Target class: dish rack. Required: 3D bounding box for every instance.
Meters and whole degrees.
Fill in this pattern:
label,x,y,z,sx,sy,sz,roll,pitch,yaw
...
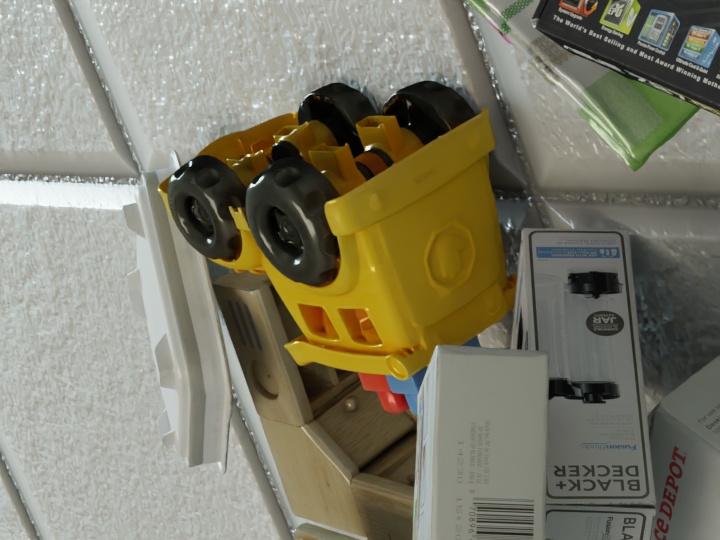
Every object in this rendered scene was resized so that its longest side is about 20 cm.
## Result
label,x,y,z,sx,sy,sz,roll,pitch,yaw
dish rack,-0.121,0.034,1.672,0.200,0.043,0.173,99,157,-68

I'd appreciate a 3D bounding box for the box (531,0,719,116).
label,x,y,z,sx,sy,sz,roll,pitch,yaw
box,0.190,-0.139,1.108,0.199,0.162,0.049,29,-178,37

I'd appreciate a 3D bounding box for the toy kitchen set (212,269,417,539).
label,x,y,z,sx,sy,sz,roll,pitch,yaw
toy kitchen set,-0.006,0.101,1.565,0.199,0.163,0.182,11,127,48

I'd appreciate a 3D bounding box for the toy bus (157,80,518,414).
label,x,y,z,sx,sy,sz,roll,pitch,yaw
toy bus,0.000,0.000,1.491,0.199,0.135,0.193,7,123,52

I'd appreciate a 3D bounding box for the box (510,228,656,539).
label,x,y,z,sx,sy,sz,roll,pitch,yaw
box,0.115,0.086,1.371,0.060,0.201,0.117,1,135,-1

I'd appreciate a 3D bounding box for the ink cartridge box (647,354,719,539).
label,x,y,z,sx,sy,sz,roll,pitch,yaw
ink cartridge box,0.241,0.152,1.356,0.200,0.084,0.145,36,143,27

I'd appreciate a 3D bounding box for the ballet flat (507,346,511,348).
label,x,y,z,sx,sy,sz,roll,pitch,yaw
ballet flat,0.135,0.126,1.500,0.201,0.069,0.069,53,148,5

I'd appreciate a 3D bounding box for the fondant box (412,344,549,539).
label,x,y,z,sx,sy,sz,roll,pitch,yaw
fondant box,0.057,0.123,1.298,0.200,0.058,0.146,104,168,-80

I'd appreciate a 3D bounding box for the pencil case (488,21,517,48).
label,x,y,z,sx,sy,sz,roll,pitch,yaw
pencil case,0.063,-0.195,1.280,0.200,0.090,0.094,46,137,18

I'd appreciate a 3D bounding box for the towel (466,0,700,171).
label,x,y,z,sx,sy,sz,roll,pitch,yaw
towel,0.111,-0.166,1.200,0.200,0.149,0.031,48,-170,18
